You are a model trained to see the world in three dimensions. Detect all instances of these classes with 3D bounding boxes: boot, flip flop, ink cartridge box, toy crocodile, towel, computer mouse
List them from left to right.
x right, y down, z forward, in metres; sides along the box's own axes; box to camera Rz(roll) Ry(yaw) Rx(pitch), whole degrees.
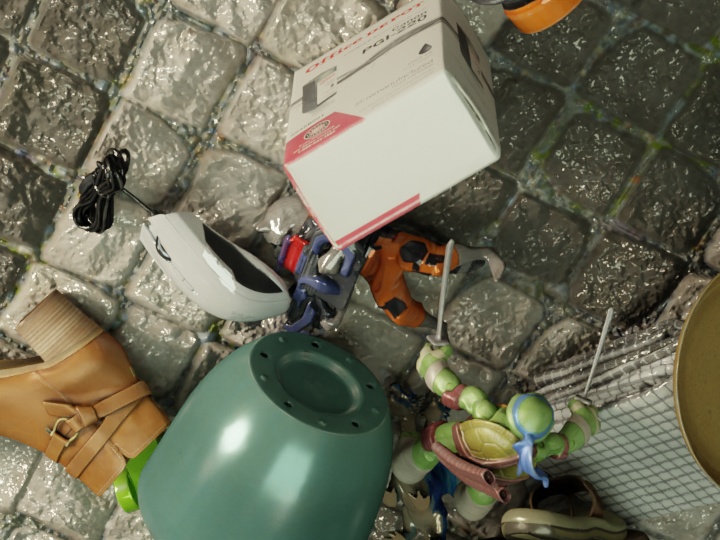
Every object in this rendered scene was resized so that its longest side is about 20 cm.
[{"bbox_3d":[-0.271,0.132,1.711,0.200,0.077,0.155,-41,97,5],"label":"boot"},{"bbox_3d":[-0.163,0.211,1.781,0.067,0.062,0.201,-21,112,10],"label":"toy crocodile"},{"bbox_3d":[-0.145,-0.014,1.631,0.199,0.044,0.110,36,146,-11],"label":"computer mouse"},{"bbox_3d":[0.024,-0.120,1.522,0.145,0.200,0.085,-29,110,14],"label":"ink cartridge box"},{"bbox_3d":[0.166,0.196,1.656,0.080,0.200,0.058,-6,80,23],"label":"flip flop"},{"bbox_3d":[0.249,0.130,1.701,0.165,0.086,0.199,38,138,-27],"label":"towel"}]

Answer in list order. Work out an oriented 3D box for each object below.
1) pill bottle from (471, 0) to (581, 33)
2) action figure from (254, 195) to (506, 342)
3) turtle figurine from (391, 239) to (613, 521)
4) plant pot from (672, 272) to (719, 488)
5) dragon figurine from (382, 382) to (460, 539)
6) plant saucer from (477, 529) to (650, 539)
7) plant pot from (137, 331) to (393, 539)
[{"bbox_3d":[0.090,-0.272,1.496,0.106,0.107,0.200,-34,114,16],"label":"pill bottle"},{"bbox_3d":[0.000,0.000,1.669,0.192,0.105,0.200,26,145,-8],"label":"action figure"},{"bbox_3d":[0.113,0.107,1.629,0.143,0.202,0.194,1,153,-26],"label":"turtle figurine"},{"bbox_3d":[0.321,0.086,1.610,0.198,0.027,0.202,0,89,-31],"label":"plant pot"},{"bbox_3d":[0.060,0.190,1.760,0.058,0.100,0.201,2,130,25],"label":"dragon figurine"},{"bbox_3d":[0.164,0.247,1.744,0.198,0.200,0.030,-6,87,2],"label":"plant saucer"},{"bbox_3d":[-0.063,0.150,1.659,0.199,0.201,0.162,21,121,-12],"label":"plant pot"}]
